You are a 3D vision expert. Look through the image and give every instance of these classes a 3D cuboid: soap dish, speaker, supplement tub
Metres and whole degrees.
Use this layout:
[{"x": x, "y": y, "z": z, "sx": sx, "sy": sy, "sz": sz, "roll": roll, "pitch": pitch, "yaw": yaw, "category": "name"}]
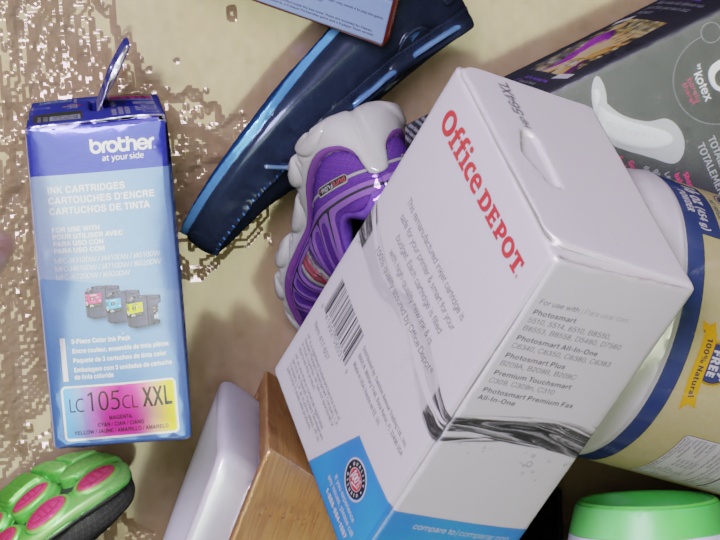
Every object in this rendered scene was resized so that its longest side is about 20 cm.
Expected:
[{"x": -0.060, "y": 0.149, "z": 1.143, "sx": 0.081, "sy": 0.200, "sz": 0.157, "roll": 20, "pitch": 97, "yaw": -5, "category": "soap dish"}, {"x": 0.147, "y": 0.214, "z": 1.086, "sx": 0.088, "sy": 0.088, "sz": 0.200, "roll": -2, "pitch": 91, "yaw": -5, "category": "speaker"}, {"x": 0.189, "y": 0.041, "z": 1.081, "sx": 0.200, "sy": 0.144, "sz": 0.145, "roll": 16, "pitch": 98, "yaw": -22, "category": "supplement tub"}]

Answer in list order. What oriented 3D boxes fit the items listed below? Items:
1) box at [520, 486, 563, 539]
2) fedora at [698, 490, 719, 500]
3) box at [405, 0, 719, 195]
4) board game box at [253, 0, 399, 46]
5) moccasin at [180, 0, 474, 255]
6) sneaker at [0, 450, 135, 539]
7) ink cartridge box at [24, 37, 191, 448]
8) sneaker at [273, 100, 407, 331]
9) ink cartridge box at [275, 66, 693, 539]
[{"x": 0.054, "y": 0.240, "z": 1.163, "sx": 0.123, "sy": 0.200, "sz": 0.199, "roll": -3, "pitch": 100, "yaw": 6, "category": "box"}, {"x": 0.193, "y": 0.209, "z": 1.223, "sx": 0.092, "sy": 0.201, "sz": 0.201, "roll": -5, "pitch": 103, "yaw": 32, "category": "fedora"}, {"x": 0.134, "y": -0.059, "z": 1.175, "sx": 0.200, "sy": 0.106, "sz": 0.122, "roll": -26, "pitch": 103, "yaw": -1, "category": "box"}, {"x": -0.068, "y": -0.195, "z": 1.120, "sx": 0.200, "sy": 0.019, "sz": 0.103, "roll": 21, "pitch": 127, "yaw": 9, "category": "board game box"}, {"x": -0.016, "y": -0.081, "z": 1.169, "sx": 0.068, "sy": 0.080, "sz": 0.200, "roll": 40, "pitch": 95, "yaw": -6, "category": "moccasin"}, {"x": -0.188, "y": 0.185, "z": 1.211, "sx": 0.084, "sy": 0.077, "sz": 0.200, "roll": 34, "pitch": 98, "yaw": -27, "category": "sneaker"}, {"x": -0.135, "y": -0.019, "z": 1.140, "sx": 0.076, "sy": 0.136, "sz": 0.200, "roll": -6, "pitch": 101, "yaw": -6, "category": "ink cartridge box"}, {"x": 0.000, "y": 0.000, "z": 1.142, "sx": 0.081, "sy": 0.200, "sz": 0.083, "roll": -17, "pitch": 58, "yaw": -9, "category": "sneaker"}, {"x": 0.052, "y": 0.029, "z": 1.020, "sx": 0.084, "sy": 0.146, "sz": 0.200, "roll": 14, "pitch": 124, "yaw": -29, "category": "ink cartridge box"}]
